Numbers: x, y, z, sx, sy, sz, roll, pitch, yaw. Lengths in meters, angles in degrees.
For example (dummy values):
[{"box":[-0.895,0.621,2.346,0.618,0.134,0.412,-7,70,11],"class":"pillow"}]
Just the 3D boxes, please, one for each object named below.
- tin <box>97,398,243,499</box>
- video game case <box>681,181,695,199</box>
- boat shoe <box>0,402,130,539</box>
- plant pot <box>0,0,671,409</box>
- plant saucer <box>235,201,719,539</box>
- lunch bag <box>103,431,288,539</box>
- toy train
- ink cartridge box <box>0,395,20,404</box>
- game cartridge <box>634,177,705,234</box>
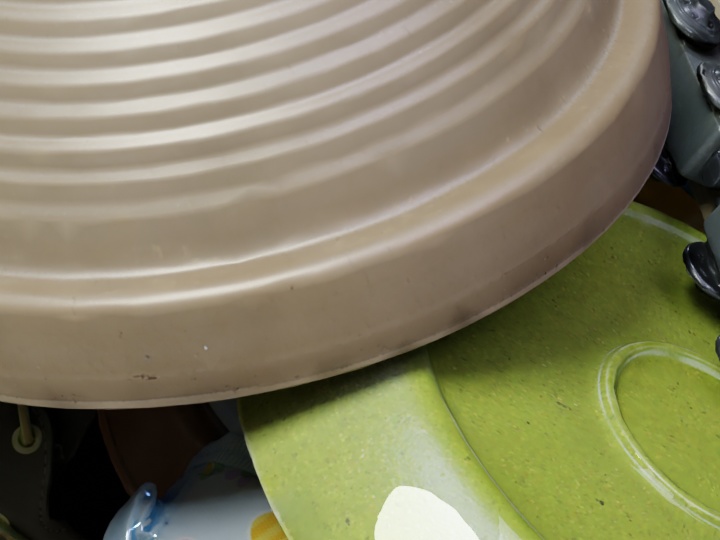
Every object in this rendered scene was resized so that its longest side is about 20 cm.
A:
[{"box":[0.000,0.000,0.748,0.112,0.042,0.200,21,45,-8],"class":"tin"},{"box":[0.120,-0.081,0.733,0.018,0.143,0.200,36,7,-45],"class":"video game case"},{"box":[-0.072,0.049,0.732,0.202,0.060,0.072,34,42,-2],"class":"boat shoe"},{"box":[-0.036,-0.065,0.627,0.200,0.093,0.201,-6,34,4],"class":"plant pot"},{"box":[0.067,0.045,0.625,0.200,0.031,0.200,25,34,-18],"class":"plant saucer"},{"box":[0.007,0.151,0.622,0.200,0.127,0.170,32,62,-11],"class":"lunch bag"},{"box":[0.098,0.004,0.647,0.046,0.034,0.200,20,35,-31],"class":"toy train"},{"box":[-0.119,-0.024,0.708,0.200,0.041,0.200,6,37,24],"class":"ink cartridge box"},{"box":[0.148,0.049,0.774,0.200,0.032,0.176,52,30,11],"class":"game cartridge"}]
